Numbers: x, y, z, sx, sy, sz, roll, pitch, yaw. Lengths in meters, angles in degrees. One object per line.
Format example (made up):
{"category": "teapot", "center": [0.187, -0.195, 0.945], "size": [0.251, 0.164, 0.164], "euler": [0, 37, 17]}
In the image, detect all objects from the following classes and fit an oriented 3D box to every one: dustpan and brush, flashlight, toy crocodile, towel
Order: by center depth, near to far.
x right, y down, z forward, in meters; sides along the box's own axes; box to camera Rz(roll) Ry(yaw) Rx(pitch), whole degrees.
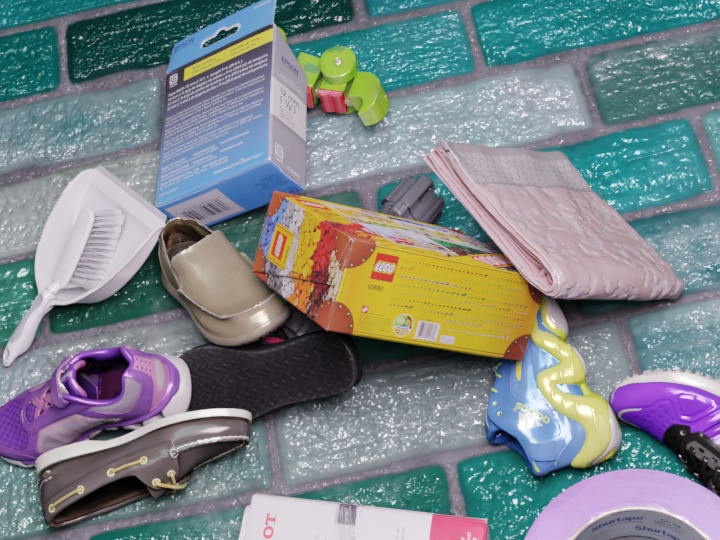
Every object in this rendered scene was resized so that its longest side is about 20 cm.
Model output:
{"category": "towel", "center": [0.174, -0.044, 1.157], "size": [0.191, 0.199, 0.032], "euler": [53, 123, 32]}
{"category": "flashlight", "center": [0.000, 0.000, 1.220], "size": [0.200, 0.068, 0.067], "euler": [-48, 31, -23]}
{"category": "dustpan and brush", "center": [-0.280, 0.006, 1.254], "size": [0.139, 0.057, 0.201], "euler": [34, 101, 39]}
{"category": "toy crocodile", "center": [-0.059, -0.196, 1.336], "size": [0.198, 0.068, 0.062], "euler": [19, 66, 19]}

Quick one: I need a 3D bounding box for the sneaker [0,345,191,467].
{"category": "sneaker", "center": [-0.253, 0.112, 1.164], "size": [0.198, 0.088, 0.081], "euler": [-19, 63, 15]}

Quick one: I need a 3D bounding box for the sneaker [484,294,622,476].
{"category": "sneaker", "center": [0.139, 0.088, 1.137], "size": [0.104, 0.076, 0.201], "euler": [-25, 60, -5]}

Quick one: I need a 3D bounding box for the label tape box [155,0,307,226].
{"category": "label tape box", "center": [-0.124, -0.155, 1.294], "size": [0.142, 0.066, 0.202], "euler": [-19, 54, 29]}

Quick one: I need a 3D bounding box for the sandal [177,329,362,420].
{"category": "sandal", "center": [-0.079, 0.091, 1.165], "size": [0.198, 0.045, 0.076], "euler": [-11, 101, 29]}

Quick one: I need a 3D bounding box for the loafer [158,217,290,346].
{"category": "loafer", "center": [-0.135, 0.007, 1.188], "size": [0.075, 0.069, 0.199], "euler": [-34, 34, -22]}

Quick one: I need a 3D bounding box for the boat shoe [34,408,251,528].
{"category": "boat shoe", "center": [-0.185, 0.172, 1.145], "size": [0.199, 0.072, 0.061], "euler": [-17, 63, 7]}

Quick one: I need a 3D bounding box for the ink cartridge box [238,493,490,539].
{"category": "ink cartridge box", "center": [-0.001, 0.270, 1.048], "size": [0.198, 0.084, 0.147], "euler": [4, 61, 12]}

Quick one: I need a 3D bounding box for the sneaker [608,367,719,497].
{"category": "sneaker", "center": [0.297, 0.149, 1.080], "size": [0.198, 0.070, 0.100], "euler": [13, 65, 16]}

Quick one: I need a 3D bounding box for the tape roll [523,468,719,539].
{"category": "tape roll", "center": [0.220, 0.262, 1.030], "size": [0.198, 0.066, 0.202], "euler": [-4, 59, 7]}

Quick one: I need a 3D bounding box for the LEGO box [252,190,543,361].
{"category": "LEGO box", "center": [0.032, 0.005, 1.106], "size": [0.149, 0.198, 0.078], "euler": [33, 109, 56]}
